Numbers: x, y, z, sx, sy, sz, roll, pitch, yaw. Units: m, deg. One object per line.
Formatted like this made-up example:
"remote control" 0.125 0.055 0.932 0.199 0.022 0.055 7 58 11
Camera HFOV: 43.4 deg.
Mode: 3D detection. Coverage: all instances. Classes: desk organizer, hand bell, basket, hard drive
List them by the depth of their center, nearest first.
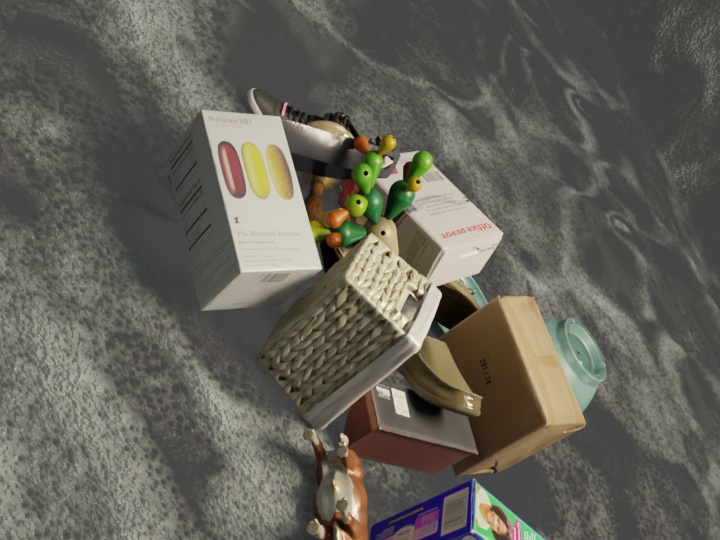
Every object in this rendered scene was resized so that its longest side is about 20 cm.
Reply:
"basket" -0.018 0.072 1.100 0.123 0.200 0.136 43 32 -8
"desk organizer" 0.059 0.208 1.187 0.199 0.077 0.073 23 42 -42
"hard drive" -0.060 -0.156 1.191 0.198 0.134 0.043 11 87 -38
"hand bell" -0.062 -0.118 1.292 0.104 0.104 0.201 40 32 -24

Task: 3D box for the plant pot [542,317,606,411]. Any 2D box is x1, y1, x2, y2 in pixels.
"plant pot" 0.338 0.165 1.565 0.199 0.134 0.202 34 37 -31

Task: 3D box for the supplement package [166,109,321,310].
"supplement package" -0.139 -0.070 1.054 0.112 0.109 0.203 -3 68 -38

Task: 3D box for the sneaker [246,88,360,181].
"sneaker" -0.077 -0.228 1.387 0.199 0.099 0.071 41 35 -21

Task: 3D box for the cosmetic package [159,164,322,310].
"cosmetic package" -0.151 -0.062 1.176 0.202 0.051 0.150 58 28 4

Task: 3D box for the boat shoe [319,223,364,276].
"boat shoe" -0.019 0.043 1.216 0.074 0.074 0.206 -12 92 -39

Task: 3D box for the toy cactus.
"toy cactus" 0.007 -0.074 1.144 0.102 0.199 0.166 38 -19 37

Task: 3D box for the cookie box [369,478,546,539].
"cookie box" 0.133 0.354 1.065 0.200 0.170 0.076 41 36 -22

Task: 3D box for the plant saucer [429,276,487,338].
"plant saucer" 0.148 0.060 1.493 0.199 0.036 0.202 35 36 -30

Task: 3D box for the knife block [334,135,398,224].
"knife block" 0.043 -0.121 1.488 0.175 0.064 0.202 -17 76 -57

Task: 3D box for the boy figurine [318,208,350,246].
"boy figurine" 0.000 0.000 1.317 0.202 0.064 0.124 60 33 0

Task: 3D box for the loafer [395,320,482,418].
"loafer" 0.093 0.126 1.201 0.076 0.068 0.199 22 9 -44

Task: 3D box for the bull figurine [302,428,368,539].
"bull figurine" -0.022 0.273 1.009 0.122 0.064 0.202 72 4 -46

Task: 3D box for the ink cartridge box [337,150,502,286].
"ink cartridge box" 0.087 -0.077 1.320 0.144 0.085 0.200 -14 52 -44

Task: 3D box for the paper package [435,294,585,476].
"paper package" 0.196 0.169 1.306 0.103 0.190 0.202 9 53 -45

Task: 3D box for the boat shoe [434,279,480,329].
"boat shoe" 0.122 0.019 1.386 0.200 0.073 0.063 46 34 -21
